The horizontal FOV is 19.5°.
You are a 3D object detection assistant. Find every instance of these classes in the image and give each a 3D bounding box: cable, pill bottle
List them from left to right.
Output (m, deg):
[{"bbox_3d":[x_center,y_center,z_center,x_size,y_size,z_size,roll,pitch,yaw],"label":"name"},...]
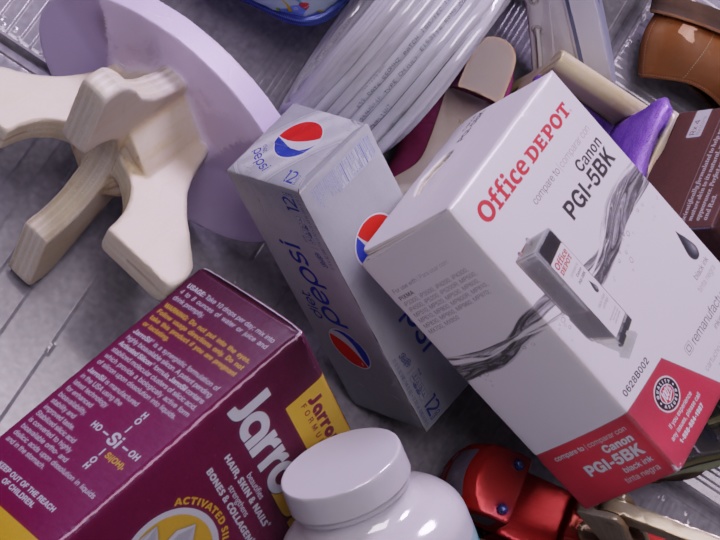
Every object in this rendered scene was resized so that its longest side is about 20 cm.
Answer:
[{"bbox_3d":[0.023,0.189,1.157,0.111,0.111,0.201,-32,115,-24],"label":"pill bottle"},{"bbox_3d":[0.027,-0.145,1.291,0.069,0.200,0.200,39,64,-8],"label":"cable"}]

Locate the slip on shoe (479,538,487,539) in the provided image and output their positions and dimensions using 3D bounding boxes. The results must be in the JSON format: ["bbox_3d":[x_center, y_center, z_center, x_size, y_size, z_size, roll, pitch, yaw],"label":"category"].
[{"bbox_3d":[0.020,0.164,1.256,0.199,0.076,0.061,5,57,-8],"label":"slip on shoe"}]

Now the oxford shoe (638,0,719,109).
[{"bbox_3d":[0.281,-0.128,1.446,0.199,0.071,0.072,18,95,-10],"label":"oxford shoe"}]

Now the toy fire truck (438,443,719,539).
[{"bbox_3d":[0.151,0.156,1.253,0.199,0.141,0.049,25,70,-7],"label":"toy fire truck"}]

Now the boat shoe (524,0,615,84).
[{"bbox_3d":[0.115,-0.205,1.366,0.065,0.074,0.201,-12,108,13],"label":"boat shoe"}]

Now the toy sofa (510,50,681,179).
[{"bbox_3d":[0.122,-0.036,1.330,0.083,0.098,0.201,30,66,-19],"label":"toy sofa"}]

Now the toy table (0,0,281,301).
[{"bbox_3d":[-0.141,-0.074,1.240,0.200,0.184,0.117,34,48,17],"label":"toy table"}]

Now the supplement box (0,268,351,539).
[{"bbox_3d":[-0.111,0.119,1.171,0.200,0.131,0.103,-42,42,-18],"label":"supplement box"}]

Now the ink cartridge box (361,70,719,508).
[{"bbox_3d":[0.119,0.010,1.197,0.200,0.083,0.147,47,48,-11],"label":"ink cartridge box"}]

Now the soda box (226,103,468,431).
[{"bbox_3d":[0.000,0.000,1.240,0.063,0.068,0.200,-46,130,-23],"label":"soda box"}]

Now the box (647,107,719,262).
[{"bbox_3d":[0.264,-0.005,1.334,0.200,0.075,0.100,43,60,-31],"label":"box"}]

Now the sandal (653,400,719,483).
[{"bbox_3d":[0.186,0.107,1.321,0.200,0.057,0.080,1,49,-36],"label":"sandal"}]

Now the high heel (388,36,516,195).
[{"bbox_3d":[0.041,-0.061,1.361,0.067,0.096,0.201,22,87,-5],"label":"high heel"}]

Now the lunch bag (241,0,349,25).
[{"bbox_3d":[-0.035,-0.258,1.358,0.160,0.083,0.200,26,62,19],"label":"lunch bag"}]
